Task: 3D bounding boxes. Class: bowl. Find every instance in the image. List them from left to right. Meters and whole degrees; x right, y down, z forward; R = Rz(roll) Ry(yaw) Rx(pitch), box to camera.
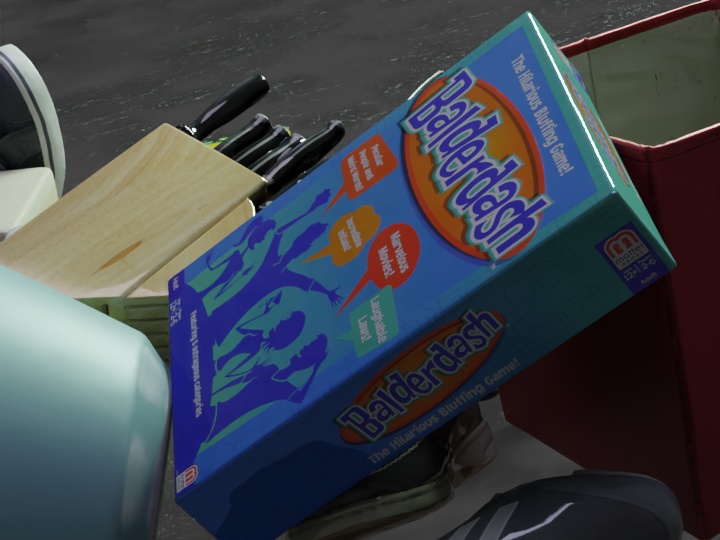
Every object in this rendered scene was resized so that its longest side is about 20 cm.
[{"bbox_3d":[-0.134,0.094,0.694,0.104,0.202,0.201,7,19,-6],"label":"bowl"}]

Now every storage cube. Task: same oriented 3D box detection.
[{"bbox_3d":[0.163,-0.012,0.780,0.170,0.181,0.200,-20,21,-21],"label":"storage cube"}]

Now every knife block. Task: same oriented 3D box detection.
[{"bbox_3d":[-0.103,-0.028,0.850,0.199,0.064,0.176,-3,46,-7],"label":"knife block"}]

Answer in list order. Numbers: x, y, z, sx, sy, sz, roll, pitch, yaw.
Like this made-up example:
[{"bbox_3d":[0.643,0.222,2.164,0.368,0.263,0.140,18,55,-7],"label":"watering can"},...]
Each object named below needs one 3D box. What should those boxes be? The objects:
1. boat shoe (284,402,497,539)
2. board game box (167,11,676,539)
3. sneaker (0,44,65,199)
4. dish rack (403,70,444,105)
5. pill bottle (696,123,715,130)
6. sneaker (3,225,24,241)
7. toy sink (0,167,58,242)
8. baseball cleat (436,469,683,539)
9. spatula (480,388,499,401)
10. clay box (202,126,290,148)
[{"bbox_3d":[0.009,0.075,0.733,0.072,0.065,0.200,-20,-1,21],"label":"boat shoe"},{"bbox_3d":[0.013,0.001,0.662,0.200,0.045,0.152,-36,30,14],"label":"board game box"},{"bbox_3d":[-0.251,-0.058,1.149,0.079,0.201,0.078,-28,54,-31],"label":"sneaker"},{"bbox_3d":[0.000,0.000,0.832,0.054,0.201,0.153,18,27,10],"label":"dish rack"},{"bbox_3d":[0.163,-0.054,0.985,0.113,0.115,0.200,-15,20,-7],"label":"pill bottle"},{"bbox_3d":[-0.129,0.040,0.862,0.099,0.075,0.201,-17,52,-1],"label":"sneaker"},{"bbox_3d":[-0.294,0.016,1.068,0.199,0.113,0.130,-6,20,2],"label":"toy sink"},{"bbox_3d":[0.034,0.141,0.628,0.199,0.070,0.107,-21,26,4],"label":"baseball cleat"},{"bbox_3d":[0.090,0.029,0.941,0.056,0.021,0.200,-6,21,21],"label":"spatula"},{"bbox_3d":[-0.106,-0.054,1.237,0.114,0.048,0.200,-10,19,5],"label":"clay box"}]
